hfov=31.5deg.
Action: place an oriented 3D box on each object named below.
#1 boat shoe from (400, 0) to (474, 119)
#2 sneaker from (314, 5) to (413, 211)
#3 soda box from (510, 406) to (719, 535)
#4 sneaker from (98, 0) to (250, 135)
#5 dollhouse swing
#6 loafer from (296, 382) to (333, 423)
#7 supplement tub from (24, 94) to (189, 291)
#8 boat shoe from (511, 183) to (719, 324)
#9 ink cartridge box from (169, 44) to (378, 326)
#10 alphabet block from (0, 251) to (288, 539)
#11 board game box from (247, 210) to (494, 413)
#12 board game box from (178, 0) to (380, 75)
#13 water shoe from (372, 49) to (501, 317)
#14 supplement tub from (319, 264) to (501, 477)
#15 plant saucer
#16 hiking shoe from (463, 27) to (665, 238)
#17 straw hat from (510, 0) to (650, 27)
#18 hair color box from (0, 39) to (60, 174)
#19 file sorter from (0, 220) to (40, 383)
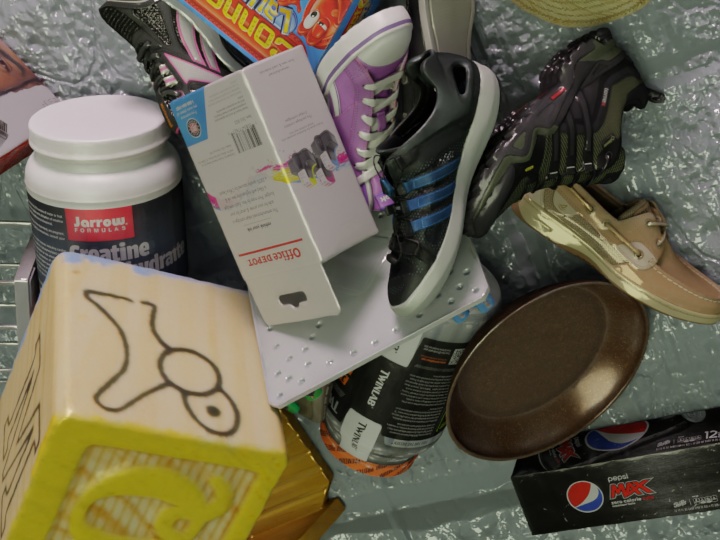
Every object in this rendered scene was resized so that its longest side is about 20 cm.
[{"bbox_3d":[0.058,-0.180,1.035,0.060,0.074,0.202,-1,104,41],"label":"boat shoe"},{"bbox_3d":[0.012,-0.114,1.016,0.115,0.072,0.201,54,145,13],"label":"sneaker"},{"bbox_3d":[0.242,0.183,1.157,0.199,0.063,0.071,-14,109,24],"label":"soda box"},{"bbox_3d":[-0.147,-0.164,1.092,0.200,0.087,0.080,37,156,0],"label":"sneaker"},{"bbox_3d":[-0.155,0.230,1.253,0.181,0.176,0.201,-26,103,28],"label":"dollhouse swing"},{"bbox_3d":[-0.065,0.089,1.143,0.068,0.200,0.076,15,86,-11],"label":"loafer"},{"bbox_3d":[-0.229,-0.045,1.164,0.139,0.140,0.201,7,117,16],"label":"supplement tub"},{"bbox_3d":[0.223,-0.027,1.056,0.199,0.071,0.065,32,113,1],"label":"boat shoe"},{"bbox_3d":[-0.062,-0.064,1.022,0.115,0.068,0.201,-11,104,52],"label":"ink cartridge box"},{"bbox_3d":[-0.190,0.133,1.072,0.194,0.201,0.197,13,124,-22],"label":"alphabet block"},{"bbox_3d":[0.000,0.000,1.061,0.199,0.201,0.026,-29,135,14],"label":"board game box"},{"bbox_3d":[-0.065,-0.277,1.019,0.200,0.056,0.196,39,121,13],"label":"board game box"},{"bbox_3d":[0.040,-0.067,0.969,0.078,0.071,0.201,16,92,-22],"label":"water shoe"},{"bbox_3d":[0.038,0.080,1.143,0.122,0.123,0.201,25,120,6],"label":"supplement tub"},{"bbox_3d":[0.155,0.080,1.100,0.199,0.037,0.201,-17,134,-18],"label":"plant saucer"},{"bbox_3d":[0.158,-0.092,1.001,0.101,0.076,0.200,41,84,-8],"label":"hiking shoe"},{"bbox_3d":[0.155,-0.271,0.953,0.200,0.085,0.202,8,118,16],"label":"straw hat"},{"bbox_3d":[-0.361,-0.130,1.132,0.111,0.200,0.064,46,121,-7],"label":"hair color box"},{"bbox_3d":[-0.367,0.063,1.244,0.123,0.139,0.201,2,117,-5],"label":"file sorter"}]
